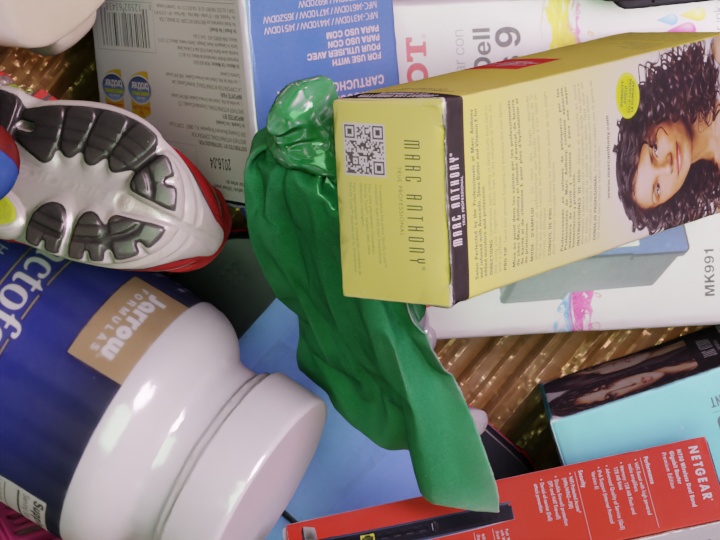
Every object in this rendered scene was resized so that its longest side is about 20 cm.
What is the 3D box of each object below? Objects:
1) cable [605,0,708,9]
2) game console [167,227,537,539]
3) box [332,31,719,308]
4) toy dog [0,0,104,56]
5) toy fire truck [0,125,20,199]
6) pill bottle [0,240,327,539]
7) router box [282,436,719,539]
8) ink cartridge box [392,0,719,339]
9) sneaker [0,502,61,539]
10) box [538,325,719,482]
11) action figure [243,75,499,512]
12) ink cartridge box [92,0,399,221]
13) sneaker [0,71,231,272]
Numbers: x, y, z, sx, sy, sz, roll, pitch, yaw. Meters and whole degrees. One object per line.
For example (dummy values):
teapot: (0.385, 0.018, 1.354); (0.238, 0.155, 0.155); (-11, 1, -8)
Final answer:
cable: (0.154, -0.176, 1.039); (0.199, 0.164, 0.051); (-8, 144, 8)
game console: (-0.037, 0.098, 1.138); (0.200, 0.031, 0.177); (42, 97, -6)
box: (0.069, -0.042, 0.946); (0.050, 0.200, 0.076); (6, 105, 37)
toy dog: (-0.180, -0.189, 1.021); (0.200, 0.194, 0.140); (37, 81, 23)
toy fire truck: (-0.216, -0.051, 0.935); (0.168, 0.112, 0.200); (28, 132, -20)
pill bottle: (-0.121, 0.044, 1.064); (0.199, 0.116, 0.116); (30, 99, 11)
router box: (0.074, 0.171, 1.092); (0.179, 0.049, 0.201); (-12, 132, 3)
ink cartridge box: (0.101, -0.051, 1.083); (0.199, 0.088, 0.146); (-2, 101, 2)
sneaker: (-0.162, 0.144, 1.104); (0.200, 0.081, 0.088); (47, 125, 28)
box: (0.179, 0.047, 1.102); (0.199, 0.082, 0.049); (-18, 98, 3)
action figure: (0.000, 0.000, 0.973); (0.118, 0.200, 0.055); (29, 65, 33)
ink cartridge box: (-0.050, -0.101, 1.044); (0.076, 0.136, 0.201); (-9, 101, -31)
sneaker: (-0.139, -0.041, 1.017); (0.199, 0.085, 0.077); (25, 90, 26)
